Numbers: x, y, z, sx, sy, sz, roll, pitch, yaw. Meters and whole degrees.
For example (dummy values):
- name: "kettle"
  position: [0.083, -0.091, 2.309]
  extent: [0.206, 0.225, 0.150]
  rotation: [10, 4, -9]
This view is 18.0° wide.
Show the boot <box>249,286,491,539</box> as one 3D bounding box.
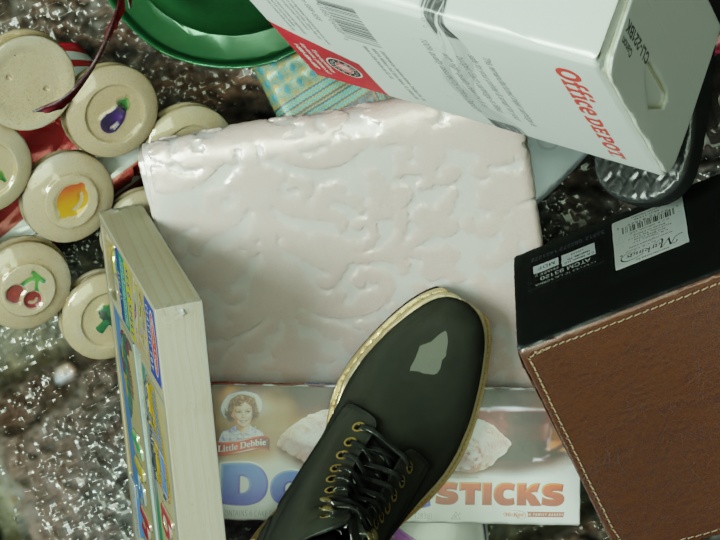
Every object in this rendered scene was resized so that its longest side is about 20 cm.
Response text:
- name: "boot"
  position: [0.008, 0.102, 1.119]
  extent: [0.077, 0.138, 0.201]
  rotation: [29, 87, -1]

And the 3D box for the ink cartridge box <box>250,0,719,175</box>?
- name: "ink cartridge box"
  position: [0.055, -0.128, 1.063]
  extent: [0.199, 0.144, 0.084]
  rotation: [19, 80, 24]

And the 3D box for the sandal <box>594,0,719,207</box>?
- name: "sandal"
  position: [0.159, -0.130, 1.132]
  extent: [0.075, 0.045, 0.202]
  rotation: [11, 91, 40]

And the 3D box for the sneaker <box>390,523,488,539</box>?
- name: "sneaker"
  position: [0.014, 0.209, 1.204]
  extent: [0.072, 0.114, 0.202]
  rotation: [23, 92, 1]

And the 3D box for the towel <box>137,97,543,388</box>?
- name: "towel"
  position: [0.000, 0.000, 1.195]
  extent: [0.198, 0.032, 0.192]
  rotation: [-10, 119, 3]

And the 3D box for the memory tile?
- name: "memory tile"
  position: [-0.132, -0.028, 1.186]
  extent: [0.199, 0.017, 0.154]
  rotation: [23, 101, -30]

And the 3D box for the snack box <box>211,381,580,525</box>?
- name: "snack box"
  position: [0.017, 0.097, 1.201]
  extent: [0.198, 0.024, 0.073]
  rotation: [1, 90, -2]

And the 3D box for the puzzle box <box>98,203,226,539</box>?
- name: "puzzle box"
  position: [-0.099, 0.082, 1.160]
  extent: [0.025, 0.133, 0.201]
  rotation: [-11, 115, -15]

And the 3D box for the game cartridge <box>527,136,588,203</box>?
- name: "game cartridge"
  position: [0.078, -0.113, 1.218]
  extent: [0.133, 0.042, 0.200]
  rotation: [39, 94, -5]

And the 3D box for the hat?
- name: "hat"
  position: [-0.081, -0.186, 1.114]
  extent: [0.165, 0.176, 0.201]
  rotation: [-17, 84, 10]

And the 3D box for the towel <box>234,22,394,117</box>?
- name: "towel"
  position: [-0.007, -0.165, 1.200]
  extent: [0.146, 0.022, 0.201]
  rotation: [-29, 82, 10]

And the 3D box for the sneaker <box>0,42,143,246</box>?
- name: "sneaker"
  position: [-0.214, -0.049, 1.223]
  extent: [0.199, 0.078, 0.116]
  rotation: [-34, 84, -8]

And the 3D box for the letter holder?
- name: "letter holder"
  position: [0.195, 0.036, 1.128]
  extent: [0.199, 0.101, 0.143]
  rotation: [-22, 114, 13]

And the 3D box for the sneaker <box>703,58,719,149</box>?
- name: "sneaker"
  position: [0.215, -0.096, 1.184]
  extent: [0.199, 0.115, 0.076]
  rotation: [-16, 72, 19]
